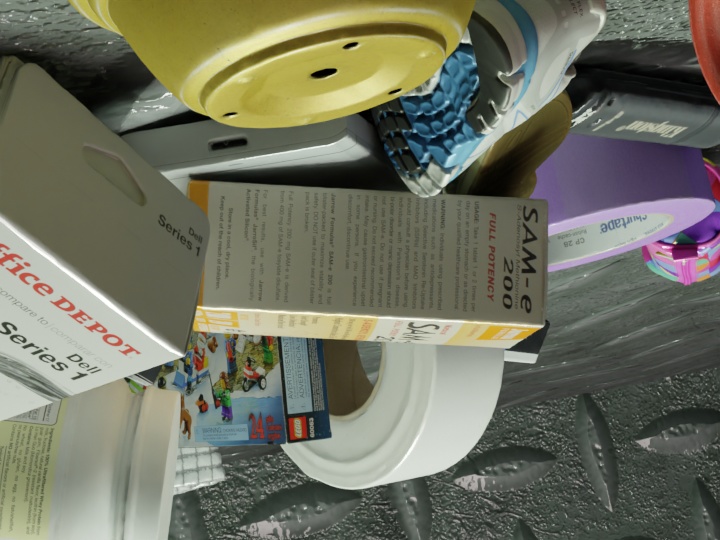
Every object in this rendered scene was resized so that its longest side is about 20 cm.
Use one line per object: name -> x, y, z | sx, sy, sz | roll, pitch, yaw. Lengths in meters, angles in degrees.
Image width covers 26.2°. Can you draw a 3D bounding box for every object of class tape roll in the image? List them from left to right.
tape roll -> 0.007, 0.049, 1.090 | 0.070, 0.204, 0.202 | -3, 165, -42
tape roll -> 0.153, -0.050, 1.126 | 0.198, 0.066, 0.200 | -12, 170, -2

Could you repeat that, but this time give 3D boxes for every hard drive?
hard drive -> -0.043, -0.057, 0.907 | 0.131, 0.027, 0.200 | -8, 172, 15

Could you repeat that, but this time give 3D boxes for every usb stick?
usb stick -> 0.183, -0.101, 0.979 | 0.055, 0.033, 0.199 | -22, 166, 38

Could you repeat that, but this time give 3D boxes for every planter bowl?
planter bowl -> -0.021, -0.105, 0.564 | 0.199, 0.084, 0.200 | -13, 170, -2

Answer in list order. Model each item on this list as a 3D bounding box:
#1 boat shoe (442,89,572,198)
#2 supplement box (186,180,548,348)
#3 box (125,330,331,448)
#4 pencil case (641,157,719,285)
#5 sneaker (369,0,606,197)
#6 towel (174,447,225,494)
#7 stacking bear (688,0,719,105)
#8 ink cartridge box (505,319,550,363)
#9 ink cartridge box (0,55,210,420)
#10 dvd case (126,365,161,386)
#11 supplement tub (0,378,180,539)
boat shoe -> 0.074, -0.078, 0.913 | 0.073, 0.063, 0.201 | -34, 169, -6
supplement box -> 0.000, 0.000, 0.888 | 0.198, 0.074, 0.126 | 3, 172, -2
box -> -0.098, 0.048, 1.035 | 0.037, 0.138, 0.199 | -3, 176, -39
pencil case -> 0.269, -0.037, 1.292 | 0.088, 0.089, 0.200 | -16, 170, 12
sneaker -> 0.065, -0.095, 0.778 | 0.086, 0.075, 0.200 | -27, 180, -19
towel -> -0.222, 0.115, 1.254 | 0.198, 0.167, 0.086 | -11, 175, -13
stacking bear -> 0.264, -0.136, 0.716 | 0.199, 0.122, 0.114 | -18, 169, -18
ink cartridge box -> 0.040, 0.012, 1.183 | 0.199, 0.039, 0.099 | 28, -166, 39
ink cartridge box -> -0.194, 0.000, 0.748 | 0.199, 0.085, 0.146 | -20, 137, 31
dvd case -> -0.208, 0.025, 0.959 | 0.149, 0.025, 0.200 | 22, 171, 6
supplement tub -> -0.210, 0.121, 0.898 | 0.198, 0.146, 0.145 | 6, 168, -3
